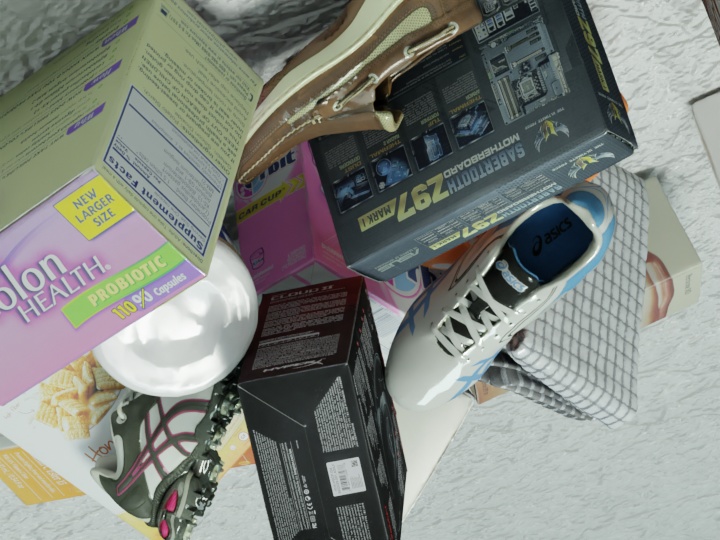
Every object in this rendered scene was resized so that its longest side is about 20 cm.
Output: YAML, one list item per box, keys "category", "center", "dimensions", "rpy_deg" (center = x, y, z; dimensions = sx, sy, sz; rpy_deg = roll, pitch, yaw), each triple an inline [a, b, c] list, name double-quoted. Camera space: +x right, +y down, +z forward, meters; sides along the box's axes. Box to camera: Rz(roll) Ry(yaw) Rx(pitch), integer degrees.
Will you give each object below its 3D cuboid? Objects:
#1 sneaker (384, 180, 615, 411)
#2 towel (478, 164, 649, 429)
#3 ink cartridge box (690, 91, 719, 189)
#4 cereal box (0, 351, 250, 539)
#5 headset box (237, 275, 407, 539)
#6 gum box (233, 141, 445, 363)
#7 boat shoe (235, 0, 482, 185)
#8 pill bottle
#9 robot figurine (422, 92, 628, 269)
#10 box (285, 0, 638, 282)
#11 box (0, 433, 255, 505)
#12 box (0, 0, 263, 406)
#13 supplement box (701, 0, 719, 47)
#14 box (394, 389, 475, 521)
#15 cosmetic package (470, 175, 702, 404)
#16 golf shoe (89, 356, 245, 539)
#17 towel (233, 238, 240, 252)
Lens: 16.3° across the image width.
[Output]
- category: "sneaker"
  center: [0.086, 0.015, 1.643]
  dimensions: [0.200, 0.072, 0.072]
  rpy_deg: [-46, 171, 13]
- category: "towel"
  center: [0.135, 0.004, 1.814]
  dimensions: [0.085, 0.200, 0.166]
  rpy_deg: [-11, 154, 36]
- category: "ink cartridge box"
  center: [0.356, -0.089, 1.920]
  dimensions: [0.146, 0.084, 0.200]
  rpy_deg: [-24, 155, 15]
- category: "cereal box"
  center: [-0.177, 0.086, 1.784]
  dimensions: [0.200, 0.040, 0.144]
  rpy_deg: [36, 111, -14]
- category: "headset box"
  center: [-0.021, 0.101, 1.643]
  dimensions: [0.077, 0.149, 0.200]
  rpy_deg: [-11, -163, 5]
- category: "gum box"
  center: [0.000, 0.000, 1.790]
  dimensions: [0.066, 0.114, 0.200]
  rpy_deg: [-29, 139, 27]
- category: "boat shoe"
  center: [-0.007, -0.113, 1.574]
  dimensions: [0.202, 0.075, 0.075]
  rpy_deg: [-43, 177, 23]
- category: "pill bottle"
  center: [-0.138, -0.002, 1.646]
  dimensions: [0.111, 0.200, 0.111]
  rpy_deg: [-4, 110, -12]
- category: "robot figurine"
  center: [0.083, -0.079, 1.700]
  dimensions: [0.200, 0.144, 0.117]
  rpy_deg: [-35, 140, 6]
- category: "box"
  center: [0.061, -0.105, 1.603]
  dimensions: [0.200, 0.158, 0.051]
  rpy_deg: [-28, 153, 23]
- category: "box"
  center: [-0.181, 0.098, 1.895]
  dimensions: [0.200, 0.098, 0.124]
  rpy_deg: [-11, 155, 8]
- category: "box"
  center: [-0.166, -0.048, 1.506]
  dimensions: [0.176, 0.200, 0.097]
  rpy_deg: [-32, 116, 29]
- category: "supplement box"
  center: [0.313, -0.186, 1.534]
  dimensions: [0.200, 0.197, 0.133]
  rpy_deg: [-19, 151, 5]
- category: "box"
  center: [0.007, 0.114, 1.955]
  dimensions: [0.128, 0.109, 0.200]
  rpy_deg: [-59, -176, 3]
- category: "cosmetic package"
  center: [0.162, 0.017, 1.982]
  dimensions: [0.200, 0.087, 0.103]
  rpy_deg: [-26, 160, -2]
- category: "golf shoe"
  center: [-0.127, 0.097, 1.718]
  dimensions: [0.077, 0.088, 0.200]
  rpy_deg: [-53, 167, -58]
- category: "towel"
  center: [-0.139, 0.015, 1.880]
  dimensions: [0.200, 0.031, 0.149]
  rpy_deg: [-9, 155, 4]
